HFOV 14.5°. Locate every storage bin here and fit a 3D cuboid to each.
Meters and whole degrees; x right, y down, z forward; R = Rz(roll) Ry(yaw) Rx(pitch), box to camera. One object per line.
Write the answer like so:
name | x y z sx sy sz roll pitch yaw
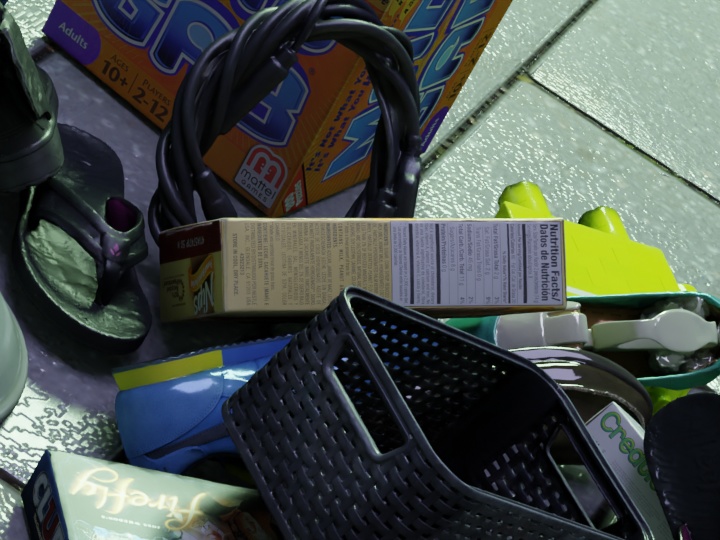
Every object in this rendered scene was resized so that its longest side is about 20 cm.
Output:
storage bin | 0.041 0.105 1.430 0.200 0.094 0.135 24 28 -50

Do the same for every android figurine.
android figurine | 0.148 0.020 1.790 0.182 0.041 0.200 16 32 -25

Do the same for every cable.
cable | -0.040 -0.069 1.628 0.163 0.200 0.051 7 7 -22

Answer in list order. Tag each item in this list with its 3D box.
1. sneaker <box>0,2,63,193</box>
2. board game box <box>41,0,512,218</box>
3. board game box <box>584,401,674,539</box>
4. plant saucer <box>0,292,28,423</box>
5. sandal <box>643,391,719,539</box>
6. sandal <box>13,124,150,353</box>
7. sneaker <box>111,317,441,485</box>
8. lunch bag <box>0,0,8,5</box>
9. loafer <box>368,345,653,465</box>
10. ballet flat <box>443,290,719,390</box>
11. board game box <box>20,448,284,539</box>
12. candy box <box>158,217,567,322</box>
sneaker | -0.206 -0.113 1.571 0.060 0.104 0.200 -23 27 -5
board game box | -0.036 -0.188 1.782 0.200 0.200 0.200 39 30 16
board game box | 0.205 0.169 1.563 0.200 0.035 0.126 52 7 33
plant saucer | -0.255 0.007 1.438 0.200 0.050 0.200 23 30 -14
sandal | 0.194 0.149 1.472 0.048 0.075 0.200 49 16 -56
sandal | -0.154 -0.030 1.570 0.075 0.048 0.200 16 31 -24
sneaker | -0.039 0.071 1.501 0.200 0.066 0.078 -12 87 -33
lunch bag | -0.236 -0.222 1.687 0.127 0.170 0.200 36 30 4
loafer | 0.075 0.087 1.600 0.200 0.073 0.071 6 40 -20
ballet flat | 0.135 0.039 1.666 0.200 0.070 0.067 -3 71 -20
board game box | -0.059 0.161 1.390 0.200 0.035 0.136 13 34 -28
candy box | 0.000 0.000 1.562 0.200 0.055 0.115 -1 -2 -21
